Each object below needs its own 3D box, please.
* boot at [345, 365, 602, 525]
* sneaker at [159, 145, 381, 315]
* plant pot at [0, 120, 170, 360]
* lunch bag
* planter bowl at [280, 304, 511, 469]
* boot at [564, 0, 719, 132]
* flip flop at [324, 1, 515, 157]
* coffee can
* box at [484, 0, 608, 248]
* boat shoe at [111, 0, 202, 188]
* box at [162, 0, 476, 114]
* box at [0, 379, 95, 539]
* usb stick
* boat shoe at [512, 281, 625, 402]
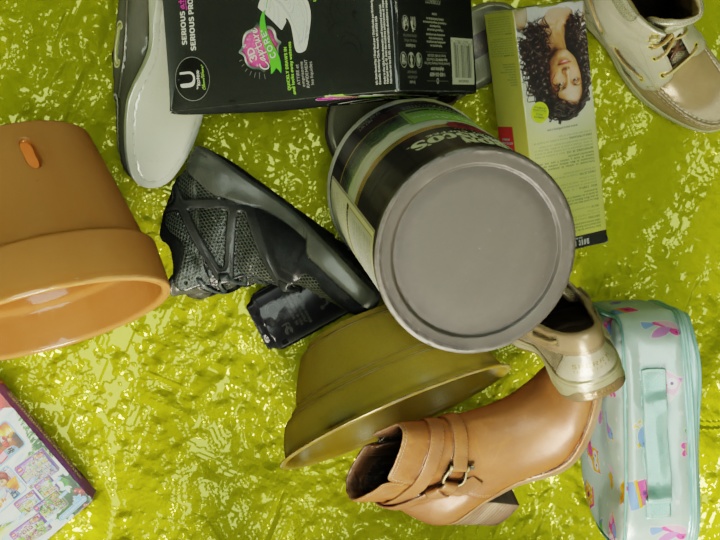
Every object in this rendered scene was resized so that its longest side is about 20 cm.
[{"bbox_3d":[0.090,0.127,1.169,0.154,0.077,0.200,15,130,-34],"label":"boot"},{"bbox_3d":[-0.081,-0.003,1.178,0.198,0.076,0.115,34,95,12],"label":"sneaker"},{"bbox_3d":[-0.259,-0.024,1.124,0.198,0.200,0.142,-17,79,-4],"label":"plant pot"},{"bbox_3d":[0.230,0.127,1.189,0.076,0.160,0.203,-4,93,-5],"label":"lunch bag"},{"bbox_3d":[0.013,0.081,1.160,0.198,0.201,0.084,-23,77,-4],"label":"planter bowl"},{"bbox_3d":[0.248,-0.190,1.172,0.072,0.155,0.200,-45,97,-1],"label":"boot"},{"bbox_3d":[0.056,-0.155,1.203,0.199,0.058,0.082,-32,99,-5],"label":"flip flop"},{"bbox_3d":[0.061,-0.040,1.099,0.144,0.200,0.148,-3,107,-11],"label":"coffee can"},{"bbox_3d":[0.153,-0.116,1.203,0.074,0.050,0.203,-13,102,-25],"label":"box"},{"bbox_3d":[-0.166,-0.170,1.180,0.072,0.060,0.205,4,97,-43],"label":"boat shoe"},{"bbox_3d":[-0.031,-0.187,1.109,0.198,0.148,0.126,-1,95,28],"label":"box"},{"bbox_3d":[-0.336,0.198,1.196,0.199,0.039,0.137,-40,97,-2],"label":"box"},{"bbox_3d":[0.000,0.000,1.222,0.198,0.033,0.056,-29,103,-3],"label":"usb stick"},{"bbox_3d":[0.152,0.030,1.154,0.071,0.200,0.065,-23,116,-8],"label":"boat shoe"}]
